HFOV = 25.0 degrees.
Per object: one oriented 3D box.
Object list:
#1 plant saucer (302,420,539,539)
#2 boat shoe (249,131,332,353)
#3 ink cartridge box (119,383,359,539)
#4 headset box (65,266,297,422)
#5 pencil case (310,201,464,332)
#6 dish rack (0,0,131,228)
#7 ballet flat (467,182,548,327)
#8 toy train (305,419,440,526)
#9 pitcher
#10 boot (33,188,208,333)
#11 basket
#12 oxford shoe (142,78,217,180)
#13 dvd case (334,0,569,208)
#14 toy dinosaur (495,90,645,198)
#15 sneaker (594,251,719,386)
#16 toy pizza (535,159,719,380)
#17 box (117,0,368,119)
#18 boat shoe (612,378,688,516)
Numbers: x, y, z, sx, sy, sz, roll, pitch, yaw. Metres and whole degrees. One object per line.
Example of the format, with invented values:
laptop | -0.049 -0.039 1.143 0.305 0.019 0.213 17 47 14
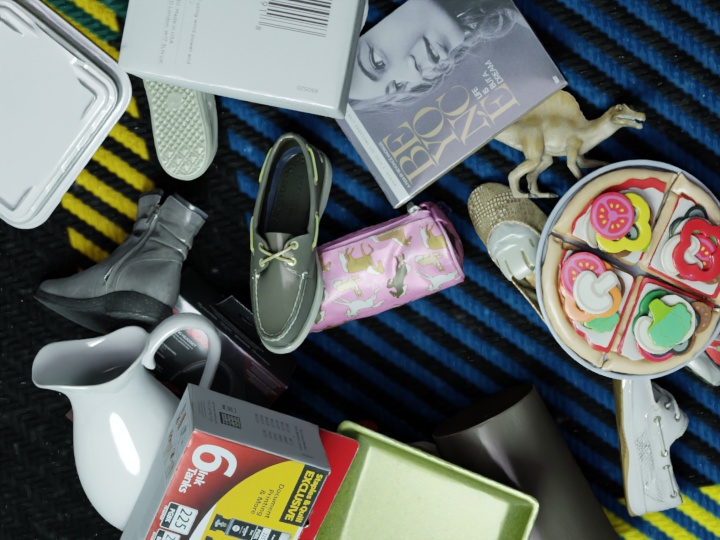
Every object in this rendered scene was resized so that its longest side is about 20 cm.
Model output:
plant saucer | 0.050 0.256 1.512 0.198 0.048 0.202 21 108 11
boat shoe | -0.070 -0.027 1.499 0.071 0.060 0.204 1 72 20
ink cartridge box | -0.108 0.227 1.447 0.174 0.084 0.202 18 111 -18
headset box | -0.169 0.108 1.601 0.148 0.075 0.200 41 108 -8
pencil case | 0.000 0.000 1.546 0.198 0.083 0.088 -20 81 12
dish rack | -0.333 -0.150 1.547 0.171 0.044 0.200 38 107 -7
ballet flat | 0.172 0.002 1.536 0.070 0.065 0.200 -39 100 27
toy train | 0.010 0.206 1.596 0.197 0.116 0.086 -15 107 10
pitcher | -0.190 0.140 1.503 0.170 0.122 0.202 -20 123 -1
boot | -0.226 -0.010 1.566 0.070 0.198 0.133 34 68 -44
basket | 0.160 0.225 1.571 0.135 0.180 0.202 -24 96 20
oxford shoe | -0.168 -0.186 1.515 0.074 0.058 0.203 -4 94 9
dvd case | 0.069 -0.175 1.493 0.199 0.016 0.150 -35 86 16
toy dinosaur | 0.166 -0.119 1.514 0.197 0.058 0.103 2 93 11
sneaker | 0.290 0.020 1.540 0.200 0.077 0.085 41 91 -12
toy pizza | 0.256 0.001 1.479 0.197 0.032 0.203 -1 95 -12
box | -0.093 -0.250 1.417 0.197 0.131 0.202 10 92 2
boat shoe | 0.283 0.144 1.577 0.068 0.071 0.202 -6 116 6
